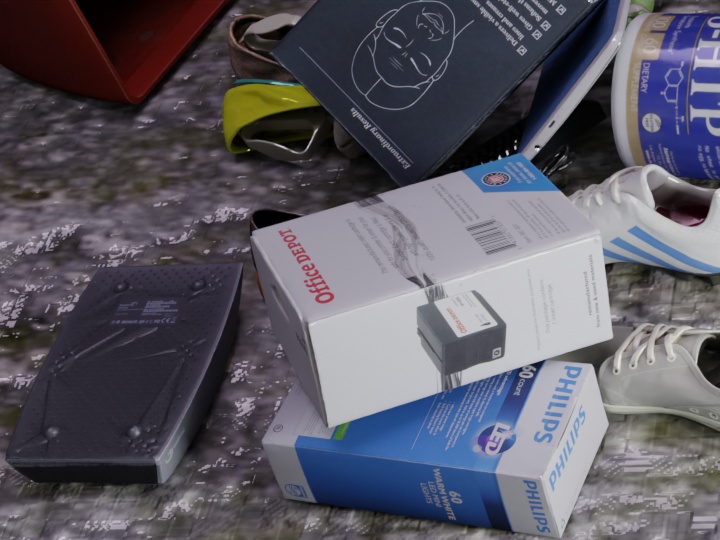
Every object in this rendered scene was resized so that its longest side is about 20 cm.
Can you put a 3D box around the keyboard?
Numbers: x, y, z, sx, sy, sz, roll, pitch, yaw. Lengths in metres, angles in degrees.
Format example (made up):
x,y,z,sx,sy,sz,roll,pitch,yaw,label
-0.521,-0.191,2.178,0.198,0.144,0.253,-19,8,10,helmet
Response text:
x,y,z,sx,sy,sz,roll,pitch,yaw,label
0.099,-0.075,1.507,0.199,0.021,0.127,-34,24,-17,keyboard

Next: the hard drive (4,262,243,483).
x,y,z,sx,sy,sz,roll,pitch,yaw,label
-0.162,0.074,1.442,0.134,0.042,0.201,-2,41,21,hard drive

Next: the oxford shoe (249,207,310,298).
x,y,z,sx,sy,sz,roll,pitch,yaw,label
0.000,0.000,1.439,0.199,0.073,0.071,10,45,31,oxford shoe

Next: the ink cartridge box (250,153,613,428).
x,y,z,sx,sy,sz,roll,pitch,yaw,label
0.044,0.009,1.313,0.199,0.084,0.145,-16,29,-11,ink cartridge box

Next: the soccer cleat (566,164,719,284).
x,y,z,sx,sy,sz,roll,pitch,yaw,label
0.177,-0.041,1.404,0.199,0.087,0.070,1,42,24,soccer cleat

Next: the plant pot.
x,y,z,sx,sy,sz,roll,pitch,yaw,label
-0.257,-0.278,1.802,0.175,0.201,0.200,-2,39,40,plant pot

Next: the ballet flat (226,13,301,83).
x,y,z,sx,sy,sz,roll,pitch,yaw,label
-0.032,-0.180,1.675,0.199,0.067,0.068,9,46,30,ballet flat

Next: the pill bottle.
x,y,z,sx,sy,sz,roll,pitch,yaw,label
0.290,-0.122,1.430,0.199,0.120,0.120,4,43,27,pill bottle

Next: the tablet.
x,y,z,sx,sy,sz,roll,pitch,yaw,label
0.167,-0.166,1.511,0.014,0.130,0.200,33,31,-7,tablet

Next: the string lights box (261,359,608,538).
x,y,z,sx,sy,sz,roll,pitch,yaw,label
0.048,0.105,1.304,0.199,0.059,0.103,5,44,27,string lights box

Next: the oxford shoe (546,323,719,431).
x,y,z,sx,sy,sz,roll,pitch,yaw,label
0.196,0.059,1.301,0.199,0.058,0.075,12,50,36,oxford shoe

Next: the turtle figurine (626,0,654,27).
x,y,z,sx,sy,sz,roll,pitch,yaw,label
0.191,-0.261,1.621,0.193,0.144,0.201,-14,34,12,turtle figurine

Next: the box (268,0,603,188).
x,y,z,sx,sy,sz,roll,pitch,yaw,label
0.060,-0.184,1.492,0.200,0.148,0.107,-45,-2,17,box

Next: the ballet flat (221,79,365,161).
x,y,z,sx,sy,sz,roll,pitch,yaw,label
-0.024,-0.121,1.615,0.199,0.067,0.067,-1,62,25,ballet flat
